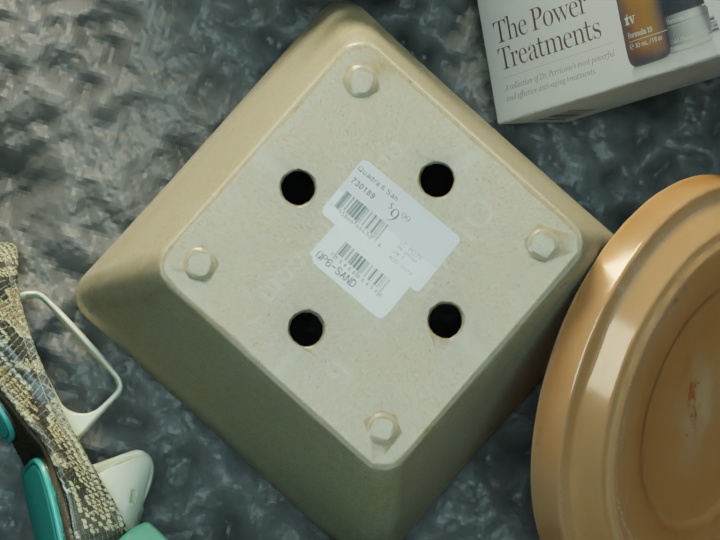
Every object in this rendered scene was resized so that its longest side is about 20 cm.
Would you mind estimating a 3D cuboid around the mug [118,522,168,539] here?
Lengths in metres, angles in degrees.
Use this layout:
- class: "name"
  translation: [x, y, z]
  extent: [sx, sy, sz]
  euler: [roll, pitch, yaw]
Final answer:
- class: "mug"
  translation: [-0.033, 0.205, 1.174]
  extent: [0.184, 0.114, 0.153]
  euler: [11, 90, -13]

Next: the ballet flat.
- class: "ballet flat"
  translation: [-0.141, 0.076, 1.225]
  extent: [0.075, 0.068, 0.201]
  euler: [-24, 85, -19]

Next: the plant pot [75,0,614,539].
- class: "plant pot"
  translation: [0.000, 0.000, 1.176]
  extent: [0.200, 0.177, 0.200]
  euler: [42, 86, 1]

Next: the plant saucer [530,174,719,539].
- class: "plant saucer"
  translation: [0.149, 0.058, 1.178]
  extent: [0.032, 0.200, 0.201]
  euler: [19, 84, 36]

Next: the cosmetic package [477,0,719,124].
- class: "cosmetic package"
  translation: [0.131, -0.160, 1.188]
  extent: [0.051, 0.199, 0.152]
  euler: [-4, 83, -40]
